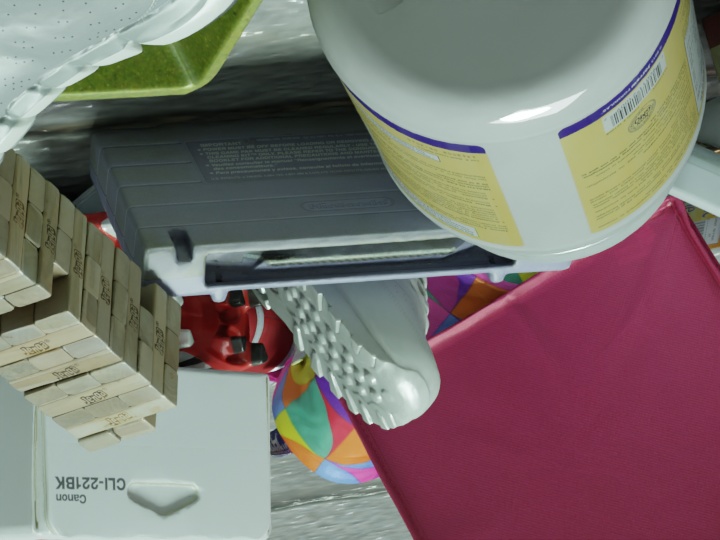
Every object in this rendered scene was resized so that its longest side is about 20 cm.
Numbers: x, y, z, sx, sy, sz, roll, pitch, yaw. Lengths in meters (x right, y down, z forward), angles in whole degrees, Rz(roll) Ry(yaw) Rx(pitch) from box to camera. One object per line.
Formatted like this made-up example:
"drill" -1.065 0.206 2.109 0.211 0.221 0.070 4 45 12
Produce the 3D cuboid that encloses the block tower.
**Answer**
"block tower" -0.144 -0.003 1.041 0.054 0.058 0.200 -19 141 23

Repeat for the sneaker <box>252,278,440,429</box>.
"sneaker" 0.000 0.000 1.216 0.080 0.200 0.077 -19 126 -13

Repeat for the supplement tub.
"supplement tub" 0.065 -0.091 1.044 0.145 0.146 0.200 -16 160 6

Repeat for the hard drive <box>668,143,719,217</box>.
"hard drive" 0.149 -0.047 1.199 0.199 0.026 0.132 27 -174 35

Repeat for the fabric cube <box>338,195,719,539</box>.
"fabric cube" 0.135 0.119 1.285 0.199 0.197 0.199 -29 153 2

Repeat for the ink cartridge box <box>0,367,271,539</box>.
"ink cartridge box" -0.158 0.094 1.261 0.144 0.084 0.199 6 171 -43

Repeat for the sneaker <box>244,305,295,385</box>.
"sneaker" -0.134 0.060 1.418 0.199 0.072 0.112 -29 160 17

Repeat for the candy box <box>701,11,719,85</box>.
"candy box" 0.266 -0.098 1.292 0.115 0.056 0.200 -24 157 25

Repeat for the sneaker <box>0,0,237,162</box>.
"sneaker" -0.142 -0.094 0.880 0.199 0.075 0.115 -33 150 17

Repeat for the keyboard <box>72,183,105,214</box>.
"keyboard" -0.076 -0.022 1.320 0.056 0.011 0.200 -32 155 23

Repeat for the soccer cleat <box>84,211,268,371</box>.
"soccer cleat" -0.115 0.018 1.253 0.085 0.069 0.200 -8 168 20

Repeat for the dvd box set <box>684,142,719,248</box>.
"dvd box set" 0.114 -0.032 1.403 0.199 0.030 0.146 -13 159 -1

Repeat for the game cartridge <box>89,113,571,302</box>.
"game cartridge" -0.016 -0.032 1.181 0.199 0.130 0.039 -4 114 -16

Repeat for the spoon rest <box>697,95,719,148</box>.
"spoon rest" 0.238 -0.048 1.214 0.199 0.061 0.099 4 -170 -31

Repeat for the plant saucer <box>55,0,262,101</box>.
"plant saucer" -0.125 -0.127 0.959 0.199 0.048 0.200 -5 158 -24

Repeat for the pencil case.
"pencil case" 0.023 0.031 1.336 0.088 0.089 0.200 1 145 -36
